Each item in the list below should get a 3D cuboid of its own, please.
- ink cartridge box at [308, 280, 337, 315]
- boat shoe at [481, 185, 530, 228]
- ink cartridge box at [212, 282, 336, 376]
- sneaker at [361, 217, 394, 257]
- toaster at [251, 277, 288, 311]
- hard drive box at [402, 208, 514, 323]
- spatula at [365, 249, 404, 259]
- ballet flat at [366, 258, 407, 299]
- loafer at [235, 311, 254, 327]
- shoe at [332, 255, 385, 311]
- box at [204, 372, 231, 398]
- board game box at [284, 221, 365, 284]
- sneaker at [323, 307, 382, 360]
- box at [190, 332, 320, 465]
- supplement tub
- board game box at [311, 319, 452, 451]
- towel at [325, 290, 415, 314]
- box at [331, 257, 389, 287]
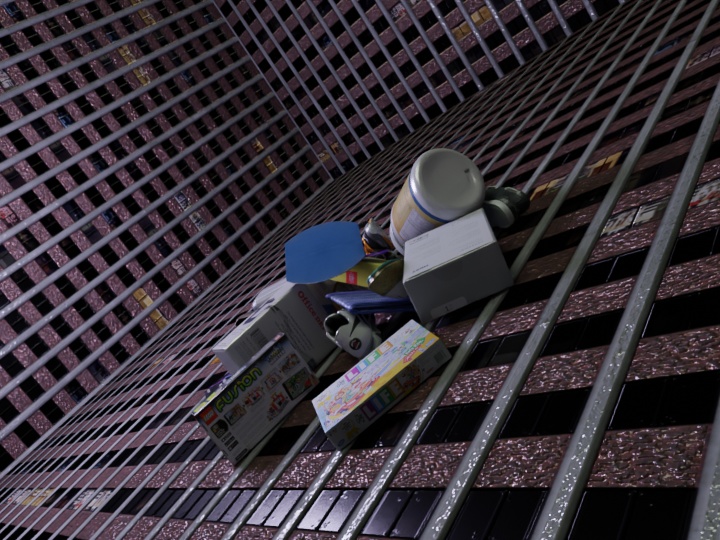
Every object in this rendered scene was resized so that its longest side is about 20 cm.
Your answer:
[{"bbox_3d":[-0.074,0.041,1.399,0.067,0.117,0.201,-28,15,31],"label":"ink cartridge box"},{"bbox_3d":[0.255,-0.123,1.214,0.060,0.076,0.200,-34,21,-7],"label":"boat shoe"},{"bbox_3d":[-0.153,0.138,1.204,0.200,0.146,0.084,-43,15,-27],"label":"ink cartridge box"},{"bbox_3d":[0.028,-0.053,1.462,0.077,0.079,0.200,-36,-16,-6],"label":"sneaker"},{"bbox_3d":[-0.166,0.072,1.544,0.127,0.115,0.200,-29,5,14],"label":"toaster"},{"bbox_3d":[0.152,-0.014,1.036,0.153,0.078,0.201,-24,15,13],"label":"hard drive box"},{"bbox_3d":[0.089,-0.025,1.216,0.195,0.021,0.056,6,10,17],"label":"spatula"},{"bbox_3d":[0.062,0.017,1.083,0.070,0.072,0.200,-33,-3,12],"label":"ballet flat"},{"bbox_3d":[-0.192,0.123,1.408,0.196,0.075,0.071,-7,0,23],"label":"loafer"},{"bbox_3d":[0.000,0.022,1.370,0.053,0.070,0.200,-36,9,38],"label":"shoe"},{"bbox_3d":[-0.250,0.228,1.397,0.199,0.036,0.143,-41,13,-13],"label":"box"},{"bbox_3d":[-0.067,-0.024,1.245,0.155,0.040,0.202,-16,35,2],"label":"board game box"},{"bbox_3d":[-0.022,0.094,1.110,0.075,0.087,0.200,-63,11,1],"label":"sneaker"},{"bbox_3d":[-0.173,0.213,1.080,0.199,0.111,0.035,-41,14,-22],"label":"box"},{"bbox_3d":[0.139,-0.118,1.218,0.144,0.144,0.201,-43,-10,-28],"label":"supplement tub"},{"bbox_3d":[0.025,0.158,0.917,0.199,0.034,0.134,-39,13,-6],"label":"board game box"},{"bbox_3d":[0.025,0.056,1.140,0.141,0.024,0.200,-2,4,-15],"label":"towel"},{"bbox_3d":[0.000,0.000,1.272,0.197,0.051,0.074,11,12,41],"label":"box"}]
